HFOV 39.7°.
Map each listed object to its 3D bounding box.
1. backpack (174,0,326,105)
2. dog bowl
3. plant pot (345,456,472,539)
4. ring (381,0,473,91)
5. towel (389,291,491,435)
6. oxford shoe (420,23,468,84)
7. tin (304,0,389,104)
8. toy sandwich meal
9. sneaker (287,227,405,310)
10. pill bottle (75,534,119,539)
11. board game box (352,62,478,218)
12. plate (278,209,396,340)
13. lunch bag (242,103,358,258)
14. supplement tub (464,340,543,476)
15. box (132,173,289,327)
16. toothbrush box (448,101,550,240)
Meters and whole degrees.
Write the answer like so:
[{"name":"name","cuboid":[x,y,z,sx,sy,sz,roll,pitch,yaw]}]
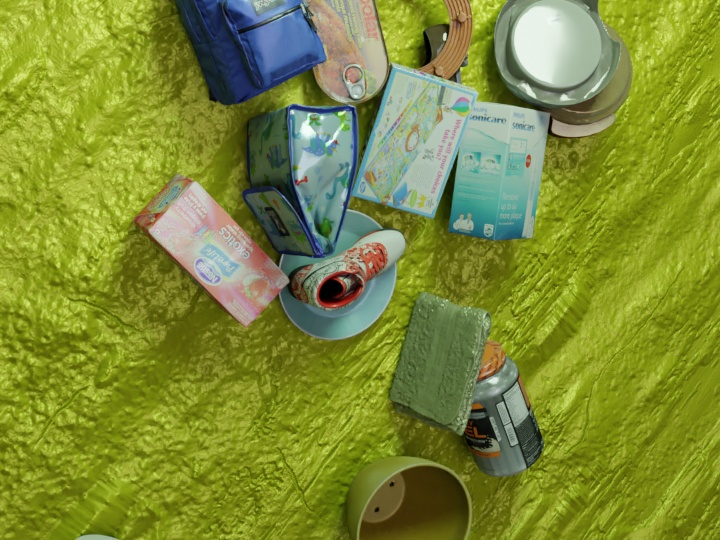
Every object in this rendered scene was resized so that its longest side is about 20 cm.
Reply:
[{"name":"backpack","cuboid":[-0.143,-0.343,1.315,0.162,0.167,0.201,-31,108,-24]},{"name":"dog bowl","cuboid":[0.297,-0.343,1.539,0.198,0.059,0.202,1,80,-6]},{"name":"plant pot","cuboid":[0.056,0.374,1.568,0.198,0.142,0.202,-5,103,-24]},{"name":"ring","cuboid":[0.067,-0.357,1.451,0.198,0.019,0.203,0,100,-2]},{"name":"towel","cuboid":[0.125,0.144,1.560,0.036,0.147,0.202,5,99,-53]},{"name":"oxford shoe","cuboid":[0.116,-0.271,1.515,0.084,0.073,0.202,-3,100,-8]},{"name":"tin","cuboid":[-0.025,-0.338,1.420,0.111,0.042,0.202,-13,102,1]},{"name":"toy sandwich meal","cuboid":[0.345,-0.312,1.604,0.203,0.070,0.207,1,80,-5]},{"name":"sneaker","cuboid":[0.000,0.001,1.455,0.200,0.108,0.068,-23,109,-20]},{"name":"pill bottle","cuboid":[-0.383,0.481,1.396,0.111,0.111,0.202,13,95,-27]},{"name":"board game box","cuboid":[0.077,-0.190,1.475,0.133,0.034,0.202,15,110,-11]},{"name":"plate","cuboid":[-0.037,0.005,1.513,0.198,0.026,0.202,-6,104,-24]},{"name":"lunch bag","cuboid":[-0.085,-0.120,1.372,0.126,0.170,0.202,-5,95,-24]},{"name":"supplement tub","cuboid":[0.215,0.223,1.625,0.122,0.122,0.201,-29,111,-18]},{"name":"box","cuboid":[-0.206,-0.028,1.382,0.095,0.102,0.200,-47,117,-10]},{"name":"toothbrush box","cuboid":[0.215,-0.152,1.536,0.146,0.085,0.202,-4,103,-57]}]
